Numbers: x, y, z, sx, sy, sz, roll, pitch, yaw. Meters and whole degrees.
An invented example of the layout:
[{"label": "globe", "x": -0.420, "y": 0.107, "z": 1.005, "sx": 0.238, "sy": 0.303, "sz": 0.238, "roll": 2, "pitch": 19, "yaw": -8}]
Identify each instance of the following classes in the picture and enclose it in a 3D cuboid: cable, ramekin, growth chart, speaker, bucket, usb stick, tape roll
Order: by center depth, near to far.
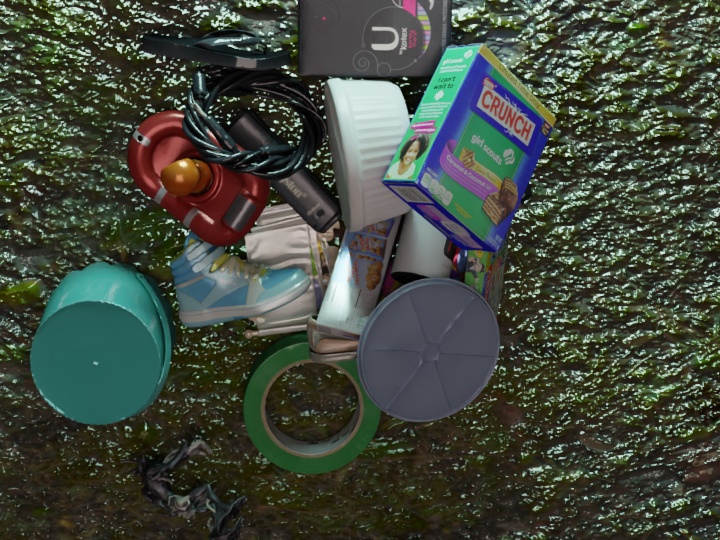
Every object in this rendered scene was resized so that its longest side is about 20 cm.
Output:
[{"label": "ramekin", "x": 0.014, "y": -0.156, "z": 1.620, "sx": 0.093, "sy": 0.203, "sz": 0.205, "roll": -9, "pitch": 106, "yaw": -5}, {"label": "cable", "x": -0.133, "y": -0.194, "z": 1.632, "sx": 0.198, "sy": 0.165, "sz": 0.051, "roll": 13, "pitch": 144, "yaw": -21}, {"label": "speaker", "x": 0.100, "y": -0.075, "z": 1.667, "sx": 0.080, "sy": 0.081, "sz": 0.203, "roll": 18, "pitch": 75, "yaw": -9}, {"label": "usb stick", "x": -0.105, "y": -0.136, "z": 1.695, "sx": 0.055, "sy": 0.033, "sz": 0.200, "roll": -43, "pitch": 99, "yaw": 8}, {"label": "bucket", "x": -0.352, "y": 0.104, "z": 1.701, "sx": 0.204, "sy": 0.135, "sz": 0.210, "roll": -1, "pitch": 107, "yaw": -3}, {"label": "growth chart", "x": -0.097, "y": -0.003, "z": 1.750, "sx": 0.142, "sy": 0.018, "sz": 0.203, "roll": -2, "pitch": 106, "yaw": -4}, {"label": "tape roll", "x": -0.070, "y": 0.191, "z": 1.790, "sx": 0.197, "sy": 0.048, "sz": 0.203, "roll": -1, "pitch": 106, "yaw": -3}]

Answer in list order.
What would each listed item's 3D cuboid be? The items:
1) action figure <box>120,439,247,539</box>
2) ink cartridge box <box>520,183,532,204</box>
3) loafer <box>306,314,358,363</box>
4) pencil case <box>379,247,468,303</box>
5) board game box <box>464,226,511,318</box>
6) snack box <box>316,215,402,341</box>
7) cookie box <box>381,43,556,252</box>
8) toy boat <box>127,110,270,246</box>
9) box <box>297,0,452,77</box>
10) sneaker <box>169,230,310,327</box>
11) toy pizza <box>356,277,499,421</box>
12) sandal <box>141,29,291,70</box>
[{"label": "action figure", "x": -0.248, "y": 0.312, "z": 1.786, "sx": 0.199, "sy": 0.102, "sz": 0.120, "roll": 29, "pitch": 139, "yaw": 27}, {"label": "ink cartridge box", "x": 0.182, "y": -0.180, "z": 1.679, "sx": 0.037, "sy": 0.095, "sz": 0.203, "roll": -6, "pitch": 108, "yaw": 33}, {"label": "loafer", "x": 0.024, "y": 0.076, "z": 1.670, "sx": 0.197, "sy": 0.072, "sz": 0.064, "roll": -11, "pitch": 110, "yaw": -3}, {"label": "pencil case", "x": 0.073, "y": 0.019, "z": 1.734, "sx": 0.199, "sy": 0.088, "sz": 0.089, "roll": -35, "pitch": 105, "yaw": 7}, {"label": "board game box", "x": 0.169, "y": 0.028, "z": 1.709, "sx": 0.029, "sy": 0.135, "sz": 0.203, "roll": 12, "pitch": 111, "yaw": 16}, {"label": "snack box", "x": 0.000, "y": 0.000, "z": 1.676, "sx": 0.071, "sy": 0.202, "sz": 0.024, "roll": 12, "pitch": 149, "yaw": 8}, {"label": "cookie box", "x": 0.140, "y": -0.152, "z": 1.560, "sx": 0.171, "sy": 0.075, "sz": 0.202, "roll": 36, "pitch": 72, "yaw": -36}, {"label": "toy boat", "x": -0.223, "y": -0.125, "z": 1.632, "sx": 0.199, "sy": 0.131, "sz": 0.131, "roll": 37, "pitch": 100, "yaw": 11}, {"label": "box", "x": 0.017, "y": -0.318, "z": 1.622, "sx": 0.197, "sy": 0.106, "sz": 0.124, "roll": -1, "pitch": 105, "yaw": -3}, {"label": "sneaker", "x": -0.174, "y": -0.003, "z": 1.699, "sx": 0.197, "sy": 0.080, "sz": 0.132, "roll": -14, "pitch": 105, "yaw": 13}, {"label": "toy pizza", "x": 0.088, "y": 0.103, "z": 1.635, "sx": 0.197, "sy": 0.032, "sz": 0.203, "roll": -5, "pitch": 110, "yaw": -14}, {"label": "sandal", "x": -0.188, "y": -0.295, "z": 1.630, "sx": 0.197, "sy": 0.076, "sz": 0.043, "roll": 7, "pitch": 107, "yaw": -6}]
